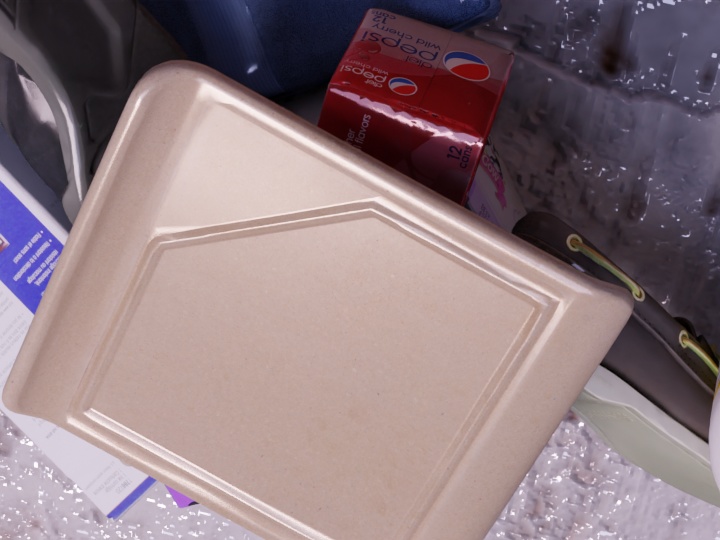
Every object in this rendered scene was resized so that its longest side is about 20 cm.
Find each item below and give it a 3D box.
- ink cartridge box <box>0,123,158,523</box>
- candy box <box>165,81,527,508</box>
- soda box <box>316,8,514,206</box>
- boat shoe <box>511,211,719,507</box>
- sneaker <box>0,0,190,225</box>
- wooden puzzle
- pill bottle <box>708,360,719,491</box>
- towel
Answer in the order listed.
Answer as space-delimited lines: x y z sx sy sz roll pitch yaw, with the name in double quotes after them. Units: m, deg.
-0.141 0.005 0.948 0.200 0.039 0.099 47 125 -2 "ink cartridge box"
-0.026 0.001 0.989 0.199 0.072 0.169 -16 119 23 "candy box"
0.000 0.000 0.894 0.063 0.070 0.201 19 126 3 "soda box"
0.124 0.046 0.947 0.201 0.061 0.071 35 163 -37 "boat shoe"
-0.130 -0.084 0.894 0.114 0.076 0.200 17 147 53 "sneaker"
-0.020 0.028 0.856 0.199 0.037 0.186 26 127 -5 "wooden puzzle"
0.196 0.049 0.887 0.110 0.200 0.112 7 122 11 "pill bottle"
-0.046 -0.124 0.913 0.199 0.049 0.113 -17 100 24 "towel"
